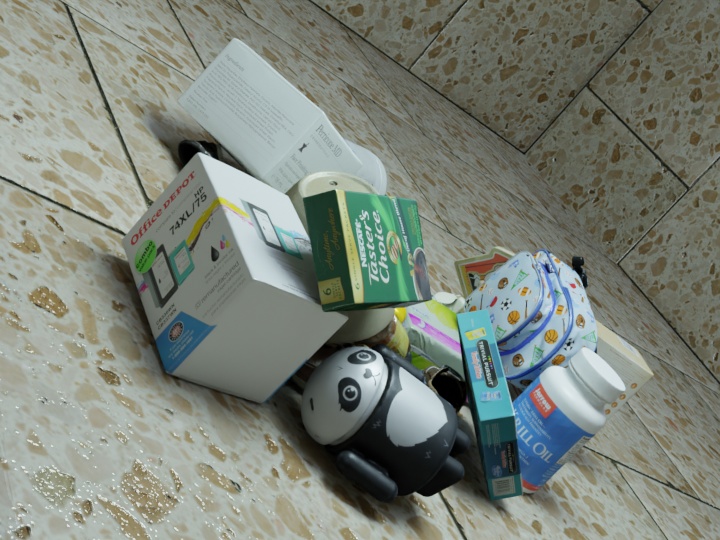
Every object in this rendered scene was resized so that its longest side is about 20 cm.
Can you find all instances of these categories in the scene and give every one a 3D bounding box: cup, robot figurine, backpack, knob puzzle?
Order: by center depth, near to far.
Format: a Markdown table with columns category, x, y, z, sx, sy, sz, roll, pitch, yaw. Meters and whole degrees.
| category | x | y | z | sx | sy | sz | roll | pitch | yaw |
| --- | --- | --- | --- | --- | --- | --- | --- | --- | --- |
| robot figurine | 0.029 | 0.169 | 1.307 | 0.200 | 0.125 | 0.150 | 37 | 4 | -18 |
| cup | -0.038 | -0.033 | 1.404 | 0.198 | 0.144 | 0.201 | 11 | 35 | -7 |
| backpack | 0.255 | 0.080 | 1.732 | 0.153 | 0.200 | 0.191 | 24 | 30 | -37 |
| knob puzzle | 0.239 | 0.060 | 1.891 | 0.030 | 0.220 | 0.220 | -20 | 60 | -39 |

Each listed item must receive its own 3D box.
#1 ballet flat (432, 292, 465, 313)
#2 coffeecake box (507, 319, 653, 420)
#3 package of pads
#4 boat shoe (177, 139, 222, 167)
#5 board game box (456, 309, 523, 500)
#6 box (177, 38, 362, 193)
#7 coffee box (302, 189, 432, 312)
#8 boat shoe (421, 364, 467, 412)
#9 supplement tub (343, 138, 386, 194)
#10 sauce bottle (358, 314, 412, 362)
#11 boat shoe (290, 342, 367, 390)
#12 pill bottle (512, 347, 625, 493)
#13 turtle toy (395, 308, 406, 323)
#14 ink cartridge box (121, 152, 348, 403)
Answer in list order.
| category | x | y | z | sx | sy | sz | roll | pitch | yaw |
| --- | --- | --- | --- | --- | --- | --- | --- | --- | --- |
| ballet flat | 0.143 | 0.070 | 1.922 | 0.074 | 0.074 | 0.200 | 49 | 17 | 22 |
| coffeecake box | 0.328 | 0.178 | 1.838 | 0.153 | 0.200 | 0.073 | 33 | 19 | -28 |
| package of pads | 0.106 | 0.101 | 1.757 | 0.199 | 0.068 | 0.155 | 33 | 19 | -30 |
| boat shoe | -0.215 | -0.128 | 1.625 | 0.057 | 0.067 | 0.200 | 12 | 23 | -22 |
| board game box | 0.170 | 0.175 | 1.554 | 0.201 | 0.047 | 0.152 | -97 | 177 | -51 |
| box | -0.129 | -0.200 | 1.725 | 0.200 | 0.131 | 0.199 | 42 | -1 | 25 |
| coffee box | 0.012 | -0.020 | 1.268 | 0.200 | 0.044 | 0.124 | 3 | 77 | -62 |
| boat shoe | 0.110 | 0.170 | 1.583 | 0.072 | 0.072 | 0.200 | 39 | 17 | -9 |
| supplement tub | -0.061 | -0.159 | 1.920 | 0.132 | 0.132 | 0.199 | 51 | 19 | 29 |
| sauce bottle | 0.033 | 0.093 | 1.541 | 0.066 | 0.066 | 0.200 | 49 | -1 | 23 |
| boat shoe | -0.020 | 0.114 | 1.425 | 0.199 | 0.074 | 0.076 | 26 | 23 | -44 |
| pill bottle | 0.269 | 0.205 | 1.636 | 0.112 | 0.200 | 0.112 | 37 | 17 | -13 |
| turtle toy | 0.000 | 0.000 | 1.656 | 0.198 | 0.102 | 0.146 | 10 | 28 | 11 |
| ink cartridge box | -0.139 | 0.008 | 1.266 | 0.146 | 0.147 | 0.201 | 24 | 28 | -44 |
